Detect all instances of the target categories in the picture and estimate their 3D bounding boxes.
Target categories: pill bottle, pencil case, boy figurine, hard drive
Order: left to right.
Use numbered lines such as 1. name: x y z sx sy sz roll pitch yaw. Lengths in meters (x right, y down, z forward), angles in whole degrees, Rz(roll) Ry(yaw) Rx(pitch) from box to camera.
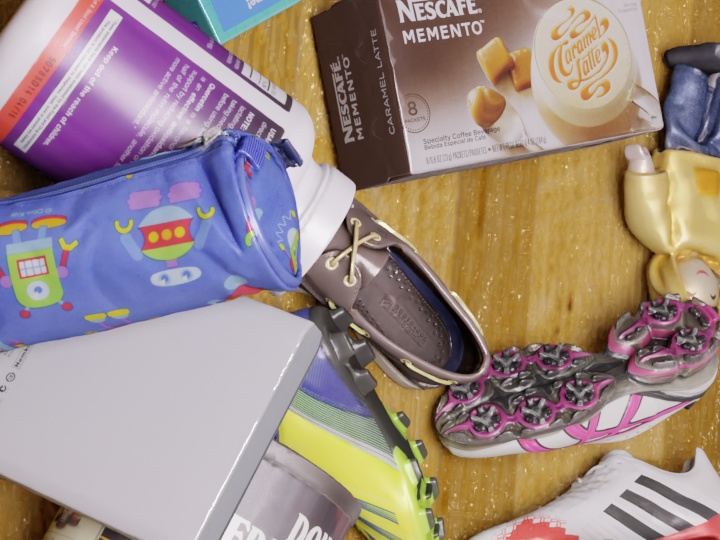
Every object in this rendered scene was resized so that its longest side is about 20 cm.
1. hard drive: -0.134 0.054 0.859 0.132 0.199 0.026 -62 154 -16
2. pencil case: -0.125 -0.013 0.824 0.199 0.078 0.087 -13 107 13
3. pill bottle: -0.104 -0.073 0.898 0.200 0.112 0.113 36 71 -14
4. boy figurine: 0.225 -0.052 1.142 0.124 0.064 0.201 17 78 -33

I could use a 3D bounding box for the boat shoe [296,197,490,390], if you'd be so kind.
1. boat shoe: 0.000 0.000 1.006 0.200 0.059 0.072 46 68 -22

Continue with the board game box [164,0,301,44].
1. board game box: -0.076 -0.249 0.975 0.152 0.045 0.201 -34 107 -27

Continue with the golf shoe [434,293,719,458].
1. golf shoe: 0.143 0.088 1.082 0.199 0.073 0.092 -16 135 -14

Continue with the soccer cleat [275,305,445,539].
1. soccer cleat: -0.010 0.111 1.008 0.083 0.065 0.201 -22 114 10

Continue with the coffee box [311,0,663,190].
1. coffee box: 0.081 -0.123 1.042 0.199 0.080 0.115 -11 91 -32

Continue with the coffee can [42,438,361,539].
1. coffee can: -0.108 0.181 0.889 0.146 0.146 0.200 36 72 -25

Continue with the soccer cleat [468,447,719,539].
1. soccer cleat: 0.154 0.160 1.098 0.199 0.069 0.085 -4 59 -18
